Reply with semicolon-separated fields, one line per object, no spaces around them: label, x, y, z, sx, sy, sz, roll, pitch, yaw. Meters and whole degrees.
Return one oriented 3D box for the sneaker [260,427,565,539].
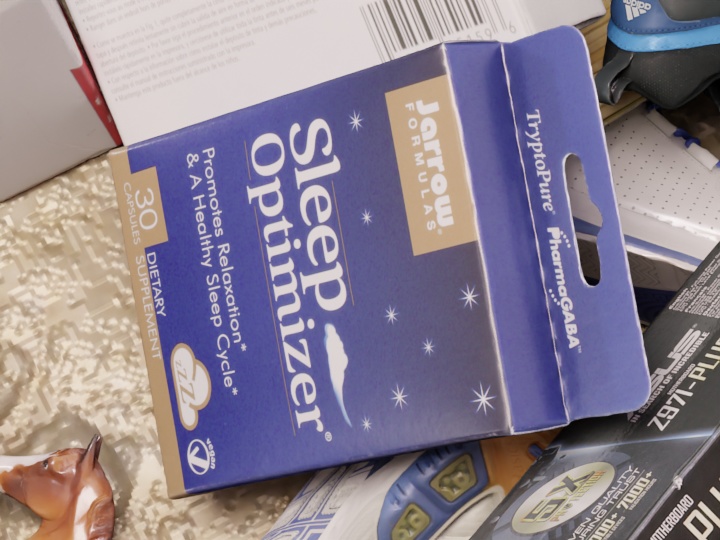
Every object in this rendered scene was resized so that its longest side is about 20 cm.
sneaker;-0.008;0.110;0.980;0.200;0.088;0.075;-36;107;7

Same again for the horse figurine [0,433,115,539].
horse figurine;-0.143;0.160;0.981;0.132;0.050;0.200;-7;64;7

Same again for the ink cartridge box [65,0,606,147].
ink cartridge box;-0.033;-0.135;0.957;0.044;0.200;0.174;-28;100;-43

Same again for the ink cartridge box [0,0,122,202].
ink cartridge box;-0.172;-0.135;1.039;0.083;0.147;0.200;-26;69;-1

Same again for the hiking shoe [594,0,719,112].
hiking shoe;0.151;-0.085;0.993;0.074;0.200;0.087;29;104;48

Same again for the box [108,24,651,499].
box;0.000;0.000;0.923;0.200;0.032;0.121;-14;84;45

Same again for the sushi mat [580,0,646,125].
sushi mat;0.101;-0.114;1.021;0.200;0.012;0.096;-32;73;-38

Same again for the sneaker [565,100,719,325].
sneaker;0.079;-0.056;1.021;0.199;0.081;0.115;20;76;14

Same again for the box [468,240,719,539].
box;0.160;0.076;0.921;0.164;0.086;0.200;45;78;-20
